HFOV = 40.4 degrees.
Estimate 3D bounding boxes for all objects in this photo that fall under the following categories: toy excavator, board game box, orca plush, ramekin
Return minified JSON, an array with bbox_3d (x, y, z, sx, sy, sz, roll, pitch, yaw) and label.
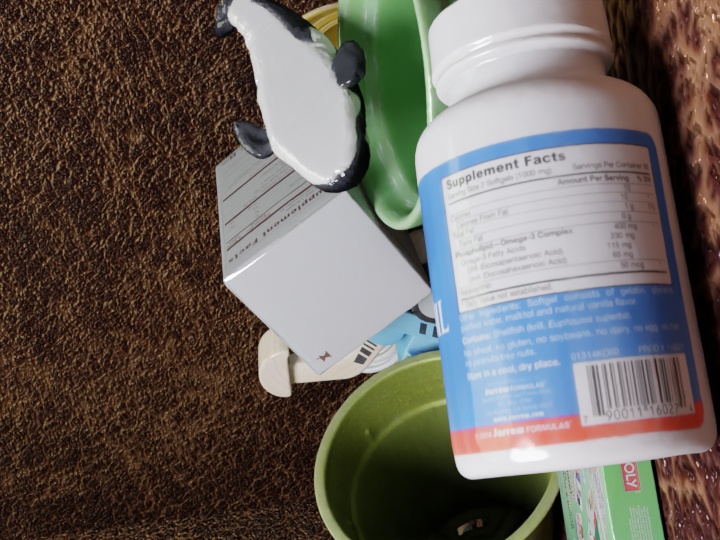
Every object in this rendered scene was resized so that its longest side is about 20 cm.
[{"bbox_3d":[0.027,0.049,0.851,0.100,0.192,0.201,-100,30,-50],"label":"toy excavator"},{"bbox_3d":[0.138,0.108,0.572,0.135,0.029,0.203,89,174,-80],"label":"board game box"},{"bbox_3d":[-0.044,-0.124,0.707,0.200,0.106,0.071,43,-174,33],"label":"orca plush"},{"bbox_3d":[0.056,-0.134,0.656,0.200,0.096,0.203,171,90,-76],"label":"ramekin"}]

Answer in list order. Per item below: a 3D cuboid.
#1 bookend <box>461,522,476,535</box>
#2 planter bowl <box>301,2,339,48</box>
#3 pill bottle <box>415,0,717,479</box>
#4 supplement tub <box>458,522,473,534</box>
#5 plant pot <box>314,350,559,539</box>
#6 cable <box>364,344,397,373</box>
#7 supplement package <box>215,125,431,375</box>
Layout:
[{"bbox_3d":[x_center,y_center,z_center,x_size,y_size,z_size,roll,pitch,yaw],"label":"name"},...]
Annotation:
[{"bbox_3d":[0.128,0.399,0.966,0.201,0.198,0.092,-53,3,2],"label":"bookend"},{"bbox_3d":[0.017,-0.166,0.885,0.084,0.198,0.202,-69,-21,-47],"label":"planter bowl"},{"bbox_3d":[0.083,-0.016,0.431,0.112,0.111,0.203,84,180,-78],"label":"pill bottle"},{"bbox_3d":[0.122,0.479,1.510,0.201,0.142,0.146,-98,1,-54],"label":"supplement tub"},{"bbox_3d":[0.086,0.202,0.807,0.201,0.198,0.191,-97,-13,-46],"label":"plant pot"},{"bbox_3d":[0.000,0.000,0.997,0.200,0.069,0.201,44,133,21],"label":"cable"},{"bbox_3d":[-0.037,-0.038,0.795,0.117,0.117,0.201,48,-167,-30],"label":"supplement package"}]
